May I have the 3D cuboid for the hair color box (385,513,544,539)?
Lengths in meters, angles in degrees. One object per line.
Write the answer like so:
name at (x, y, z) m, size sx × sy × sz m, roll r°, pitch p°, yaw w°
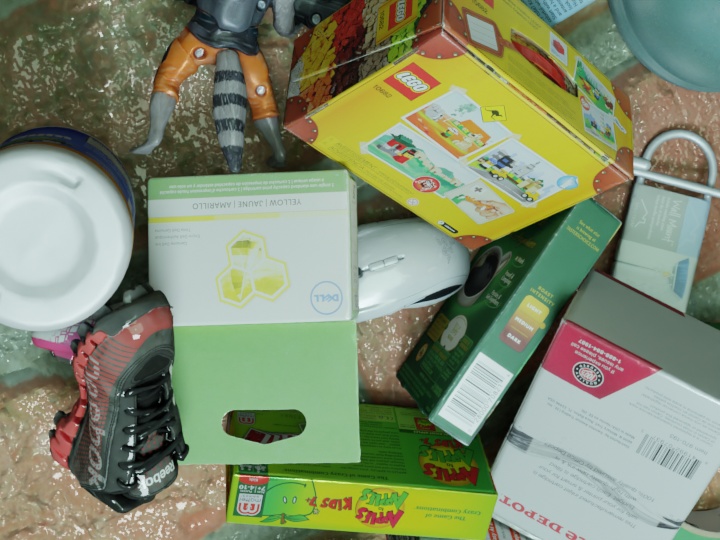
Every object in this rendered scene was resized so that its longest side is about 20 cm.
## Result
hair color box at (0.124, 0.232, 0.944) m, size 0.198 × 0.102 × 0.062 m, roll 15°, pitch 115°, yaw -13°

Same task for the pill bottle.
pill bottle at (-0.206, -0.037, 0.776) m, size 0.111 × 0.200 × 0.114 m, roll -2°, pitch 102°, yaw -10°

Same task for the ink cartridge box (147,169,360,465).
ink cartridge box at (-0.073, 0.035, 0.816) m, size 0.143 × 0.048 × 0.203 m, roll -2°, pitch 86°, yaw 7°

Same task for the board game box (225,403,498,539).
board game box at (-0.003, 0.149, 0.900) m, size 0.197 × 0.102 × 0.048 m, roll 6°, pitch 120°, yaw -11°

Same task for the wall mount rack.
wall mount rack at (0.268, -0.009, 0.919) m, size 0.172 × 0.075 × 0.203 m, roll 14°, pitch 89°, yaw 1°

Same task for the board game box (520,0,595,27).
board game box at (0.141, -0.244, 0.807) m, size 0.199 × 0.103 × 0.105 m, roll -28°, pitch 108°, yaw 30°

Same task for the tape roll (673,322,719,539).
tape roll at (0.305, 0.148, 0.995) m, size 0.198 × 0.048 × 0.203 m, roll -2°, pitch 101°, yaw -10°

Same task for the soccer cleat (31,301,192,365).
soccer cleat at (-0.143, 0.040, 0.880) m, size 0.198 × 0.070 × 0.088 m, roll 10°, pitch 88°, yaw -17°

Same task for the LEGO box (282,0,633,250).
LEGO box at (0.069, -0.110, 0.802) m, size 0.199 × 0.148 × 0.078 m, roll 30°, pitch 51°, yaw -36°

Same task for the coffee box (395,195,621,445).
coffee box at (0.109, 0.025, 0.893) m, size 0.044 × 0.123 × 0.201 m, roll 33°, pitch 92°, yaw -14°

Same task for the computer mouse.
computer mouse at (0.000, 0.000, 0.879) m, size 0.198 × 0.044 × 0.111 m, roll -17°, pitch 81°, yaw -22°

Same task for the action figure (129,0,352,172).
action figure at (-0.065, -0.170, 0.828) m, size 0.197 × 0.105 × 0.196 m, roll 6°, pitch 101°, yaw -15°

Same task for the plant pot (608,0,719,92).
plant pot at (0.299, -0.231, 0.871) m, size 0.197 × 0.134 × 0.203 m, roll -2°, pitch 102°, yaw -10°

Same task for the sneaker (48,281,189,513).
sneaker at (-0.151, 0.094, 0.782) m, size 0.070 × 0.201 × 0.098 m, roll -24°, pitch 63°, yaw -39°

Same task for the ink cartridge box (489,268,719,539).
ink cartridge box at (0.192, 0.123, 0.885) m, size 0.144 × 0.083 × 0.201 m, roll 27°, pitch 128°, yaw 11°
